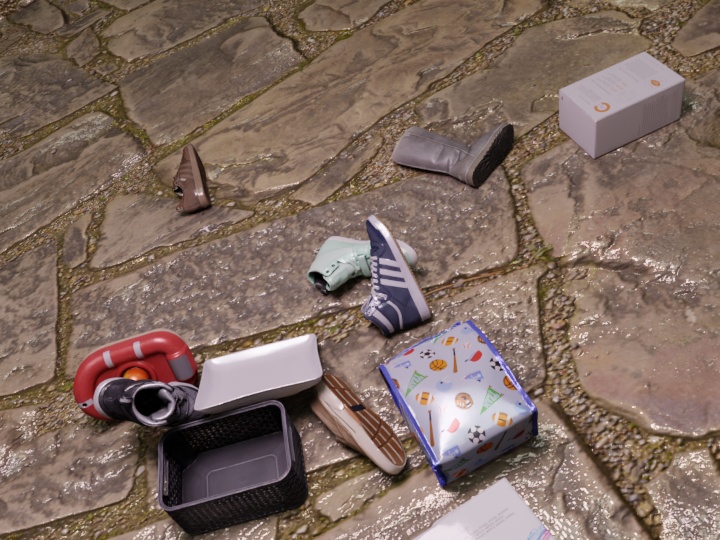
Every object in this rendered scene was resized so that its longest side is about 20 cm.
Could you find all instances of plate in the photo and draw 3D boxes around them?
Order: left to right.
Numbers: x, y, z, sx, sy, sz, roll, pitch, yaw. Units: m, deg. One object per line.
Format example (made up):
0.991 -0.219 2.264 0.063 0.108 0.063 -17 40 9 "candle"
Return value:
-0.160 0.170 1.176 0.199 0.032 0.200 -15 15 -3 "plate"

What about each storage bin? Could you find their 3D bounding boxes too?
-0.191 0.295 1.088 0.199 0.094 0.135 -16 47 3 "storage bin"

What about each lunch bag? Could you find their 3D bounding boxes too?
0.140 0.184 1.071 0.170 0.124 0.200 -27 55 -7 "lunch bag"

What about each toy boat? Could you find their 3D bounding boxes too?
-0.373 0.188 1.196 0.199 0.131 0.131 -18 26 1 "toy boat"

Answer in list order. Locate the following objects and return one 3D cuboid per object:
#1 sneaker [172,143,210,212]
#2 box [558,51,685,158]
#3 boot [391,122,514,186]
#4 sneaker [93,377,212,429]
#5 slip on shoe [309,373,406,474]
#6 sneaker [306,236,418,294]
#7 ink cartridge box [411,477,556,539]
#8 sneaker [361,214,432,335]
-0.384 -0.206 1.601 0.075 0.071 0.200 -21 47 -1 "sneaker"
0.509 -0.326 1.428 0.199 0.098 0.125 -25 48 -7 "box"
0.189 -0.257 1.490 0.200 0.073 0.182 23 57 39 "boot"
-0.294 0.208 1.111 0.114 0.200 0.076 -4 75 49 "sneaker"
-0.010 0.243 1.108 0.200 0.076 0.061 42 110 31 "slip on shoe"
0.000 0.000 1.303 0.200 0.074 0.118 4 44 32 "sneaker"
0.179 0.385 0.864 0.144 0.146 0.200 -31 49 -12 "ink cartridge box"
0.032 0.013 1.228 0.108 0.200 0.070 -28 4 -1 "sneaker"
